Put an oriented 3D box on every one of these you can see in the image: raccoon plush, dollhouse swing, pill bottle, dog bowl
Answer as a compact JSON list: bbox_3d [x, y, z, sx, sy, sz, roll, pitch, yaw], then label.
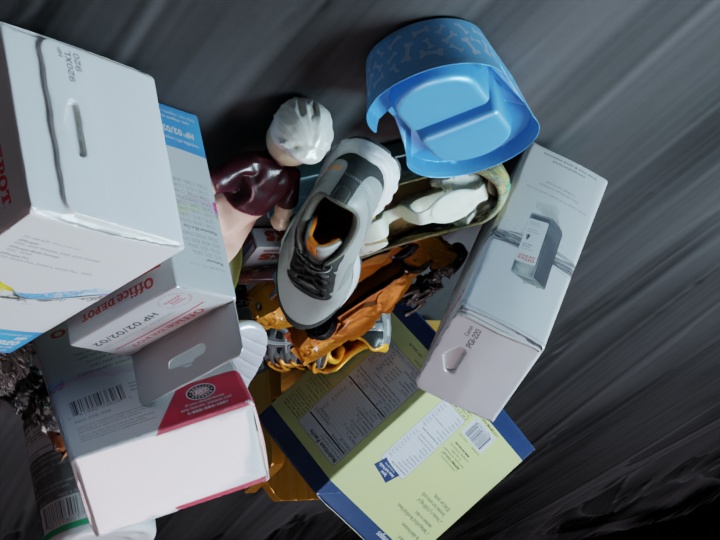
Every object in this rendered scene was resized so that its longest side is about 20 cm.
[{"bbox_3d":[-0.311,0.057,1.394,0.199,0.097,0.134,19,160,0],"label":"raccoon plush"},{"bbox_3d":[-0.004,0.156,1.806,0.199,0.183,0.176,4,168,-37],"label":"dollhouse swing"},{"bbox_3d":[-0.274,0.180,1.631,0.113,0.201,0.113,-12,158,-5],"label":"pill bottle"},{"bbox_3d":[0.069,-0.135,1.284,0.111,0.050,0.200,-20,157,15],"label":"dog bowl"}]

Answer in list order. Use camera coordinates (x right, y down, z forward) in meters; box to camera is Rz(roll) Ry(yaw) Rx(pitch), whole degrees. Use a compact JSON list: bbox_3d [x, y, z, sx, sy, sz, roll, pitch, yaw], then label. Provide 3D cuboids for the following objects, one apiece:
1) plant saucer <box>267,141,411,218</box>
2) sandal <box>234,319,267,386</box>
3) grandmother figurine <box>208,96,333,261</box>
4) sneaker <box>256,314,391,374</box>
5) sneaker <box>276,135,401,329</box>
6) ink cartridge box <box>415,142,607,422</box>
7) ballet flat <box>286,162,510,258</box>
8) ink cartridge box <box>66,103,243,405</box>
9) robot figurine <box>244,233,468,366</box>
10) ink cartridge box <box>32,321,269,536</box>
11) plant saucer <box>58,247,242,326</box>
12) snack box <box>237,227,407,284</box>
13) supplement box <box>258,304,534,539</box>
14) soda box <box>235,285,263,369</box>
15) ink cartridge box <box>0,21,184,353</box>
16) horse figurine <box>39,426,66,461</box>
[{"bbox_3d":[0.014,-0.086,1.411,0.199,0.019,0.070,-13,158,-4],"label":"plant saucer"},{"bbox_3d":[-0.146,0.108,1.522,0.079,0.059,0.207,4,131,-37],"label":"sandal"},{"bbox_3d":[-0.095,-0.060,1.306,0.200,0.061,0.121,-46,159,24],"label":"grandmother figurine"},{"bbox_3d":[-0.053,0.073,1.676,0.200,0.078,0.078,-25,157,29],"label":"sneaker"},{"bbox_3d":[-0.033,-0.020,1.340,0.074,0.079,0.200,29,135,6],"label":"sneaker"},{"bbox_3d":[0.133,0.011,1.446,0.085,0.200,0.146,27,145,1],"label":"ink cartridge box"},{"bbox_3d":[0.032,-0.048,1.391,0.199,0.071,0.071,-17,158,1],"label":"ballet flat"},{"bbox_3d":[-0.166,-0.013,1.229,0.115,0.201,0.068,-28,154,30],"label":"ink cartridge box"},{"bbox_3d":[0.000,0.000,1.498,0.200,0.058,0.145,-35,141,8],"label":"robot figurine"},{"bbox_3d":[-0.171,0.106,1.318,0.147,0.200,0.086,-18,121,-10],"label":"ink cartridge box"},{"bbox_3d":[-0.192,0.015,1.401,0.199,0.031,0.201,-14,135,-15],"label":"plant saucer"},{"bbox_3d":[-0.025,-0.014,1.549,0.199,0.024,0.072,-1,151,-30],"label":"snack box"},{"bbox_3d":[0.039,0.172,1.728,0.200,0.134,0.200,-42,135,-2],"label":"supplement box"},{"bbox_3d":[-0.197,0.073,1.568,0.199,0.071,0.063,-11,-159,-7],"label":"soda box"},{"bbox_3d":[-0.250,-0.051,1.158,0.200,0.148,0.144,-28,155,32],"label":"ink cartridge box"},{"bbox_3d":[-0.231,0.080,1.502,0.200,0.050,0.133,-34,111,2],"label":"horse figurine"}]
